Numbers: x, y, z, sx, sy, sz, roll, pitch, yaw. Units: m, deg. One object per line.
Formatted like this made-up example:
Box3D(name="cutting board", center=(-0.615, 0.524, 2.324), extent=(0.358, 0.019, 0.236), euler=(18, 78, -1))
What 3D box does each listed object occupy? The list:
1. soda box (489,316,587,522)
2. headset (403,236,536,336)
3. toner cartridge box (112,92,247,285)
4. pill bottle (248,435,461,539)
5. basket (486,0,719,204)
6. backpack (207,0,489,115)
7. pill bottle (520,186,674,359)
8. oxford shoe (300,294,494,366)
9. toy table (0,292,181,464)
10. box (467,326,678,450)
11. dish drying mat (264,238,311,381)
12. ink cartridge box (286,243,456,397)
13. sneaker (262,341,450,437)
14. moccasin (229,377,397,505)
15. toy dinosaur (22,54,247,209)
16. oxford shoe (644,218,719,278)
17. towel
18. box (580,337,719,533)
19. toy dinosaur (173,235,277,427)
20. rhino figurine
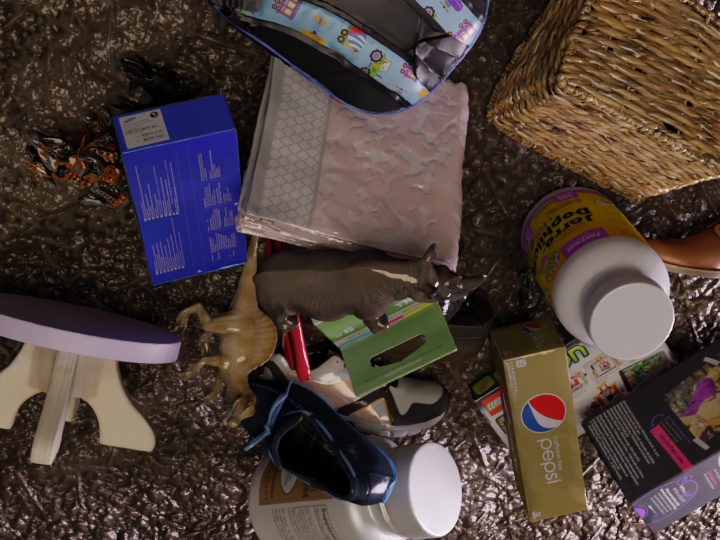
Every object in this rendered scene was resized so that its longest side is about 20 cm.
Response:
Box3D(name="soda box", center=(0.181, 0.153, 1.054), extent=(0.064, 0.068, 0.200), euler=(-13, 115, 0))
Box3D(name="headset", center=(0.067, 0.009, 0.993), extent=(0.200, 0.124, 0.094), euler=(-1, 155, 11))
Box3D(name="toner cartridge box", center=(-0.153, -0.065, 0.912), extent=(0.095, 0.043, 0.200), euler=(-13, 149, -12))
Box3D(name="pill bottle", center=(-0.005, 0.225, 1.037), extent=(0.200, 0.114, 0.114), euler=(-14, 120, 37))
Box3D(name="basket", center=(0.242, -0.171, 0.956), extent=(0.200, 0.149, 0.143), euler=(24, 77, -15))
Box3D(name="backpack", center=(-0.002, -0.238, 0.861), extent=(0.200, 0.135, 0.183), euler=(35, 105, -18))
Box3D(name="pill bottle", center=(0.218, 0.002, 0.955), extent=(0.104, 0.200, 0.104), euler=(-2, 114, -5))
Box3D(name="oxford shoe", center=(0.027, 0.065, 1.039), extent=(0.200, 0.073, 0.084), euler=(8, 129, -2))
Box3D(name="toy table", center=(-0.280, 0.099, 0.979), extent=(0.200, 0.184, 0.117), euler=(13, 96, 2))
Box3D(name="box", center=(0.227, 0.116, 1.098), extent=(0.200, 0.035, 0.110), euler=(-33, 113, 9))
Box3D(name="dish drying mat", center=(-0.076, 0.002, 0.961), extent=(0.018, 0.077, 0.200), euler=(-14, 119, -9))
Box3D(name="ink cartridge box", center=(0.000, 0.000, 0.934), extent=(0.104, 0.200, 0.059), euler=(-26, 148, 9))
Box3D(name="sneaker", center=(-0.004, 0.118, 1.057), extent=(0.200, 0.074, 0.080), euler=(4, 112, -8))
Box3D(name="moccasin", center=(-0.055, 0.152, 0.970), extent=(0.068, 0.200, 0.081), euler=(7, 101, -53))
Box3D(name="toy dinosaur", center=(-0.197, -0.110, 0.941), extent=(0.200, 0.102, 0.136), euler=(-6, 133, -31))
Box3D(name="oxford shoe", center=(0.361, -0.029, 1.033), extent=(0.200, 0.071, 0.071), euler=(-2, 105, -15))
Box3D(name="towel", center=(0.000, -0.102, 0.903), extent=(0.191, 0.200, 0.032), euler=(12, 151, -9))
Box3D(name="box", center=(0.350, 0.165, 1.072), extent=(0.200, 0.106, 0.122), euler=(-32, 142, 9))
Box3D(name="toy dinosaur", center=(-0.125, 0.058, 1.017), extent=(0.101, 0.200, 0.058), euler=(-6, 161, 25))
Box3D(name="rhino figurine", center=(0.004, 0.013, 0.839), extent=(0.200, 0.060, 0.087), euler=(-3, 156, 22))
